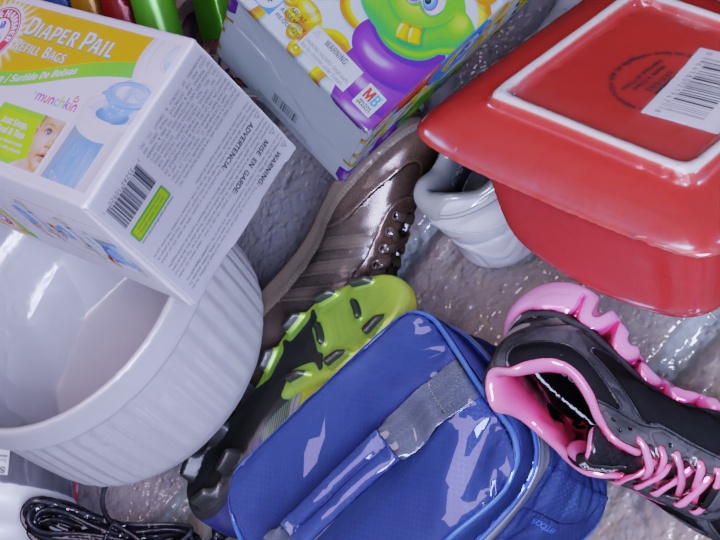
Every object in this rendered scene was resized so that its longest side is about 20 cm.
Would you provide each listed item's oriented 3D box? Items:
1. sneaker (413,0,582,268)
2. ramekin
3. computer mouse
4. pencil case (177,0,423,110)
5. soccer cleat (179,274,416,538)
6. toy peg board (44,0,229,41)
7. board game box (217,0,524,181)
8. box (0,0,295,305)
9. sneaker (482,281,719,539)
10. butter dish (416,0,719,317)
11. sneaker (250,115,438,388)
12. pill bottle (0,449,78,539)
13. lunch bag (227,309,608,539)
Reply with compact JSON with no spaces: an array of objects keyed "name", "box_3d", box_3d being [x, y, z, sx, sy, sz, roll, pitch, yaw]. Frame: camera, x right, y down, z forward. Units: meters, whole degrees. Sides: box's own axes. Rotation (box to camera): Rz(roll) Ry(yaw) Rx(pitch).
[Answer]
[{"name":"sneaker","box_3d":[0.102,-0.099,1.066,0.078,0.099,0.201,31,93,39]},{"name":"ramekin","box_3d":[-0.152,0.034,1.106,0.199,0.105,0.202,-20,49,24]},{"name":"computer mouse","box_3d":[-0.127,0.095,1.178,0.139,0.046,0.201,15,63,11]},{"name":"pencil case","box_3d":[-0.037,-0.147,1.199,0.199,0.078,0.090,-1,62,36]},{"name":"soccer cleat","box_3d":[-0.026,0.083,1.107,0.200,0.083,0.065,-49,36,17]},{"name":"toy peg board","box_3d":[-0.106,-0.194,1.131,0.199,0.199,0.099,6,113,58]},{"name":"board game box","box_3d":[0.030,-0.164,1.009,0.105,0.103,0.200,45,75,2]},{"name":"box","box_3d":[-0.154,-0.074,1.038,0.199,0.101,0.113,19,71,44]},{"name":"sneaker","box_3d":[0.145,0.091,0.936,0.199,0.095,0.079,34,120,12]},{"name":"butter dish","box_3d":[0.163,-0.045,0.983,0.199,0.149,0.200,26,49,36]},{"name":"sneaker","box_3d":[0.000,0.000,1.138,0.075,0.070,0.201,42,107,19]},{"name":"pill bottle","box_3d":[-0.243,0.119,1.233,0.110,0.110,0.202,-9,69,33]},{"name":"lunch bag","box_3d":[0.020,0.127,1.024,0.200,0.132,0.136,-45,53,14]}]
